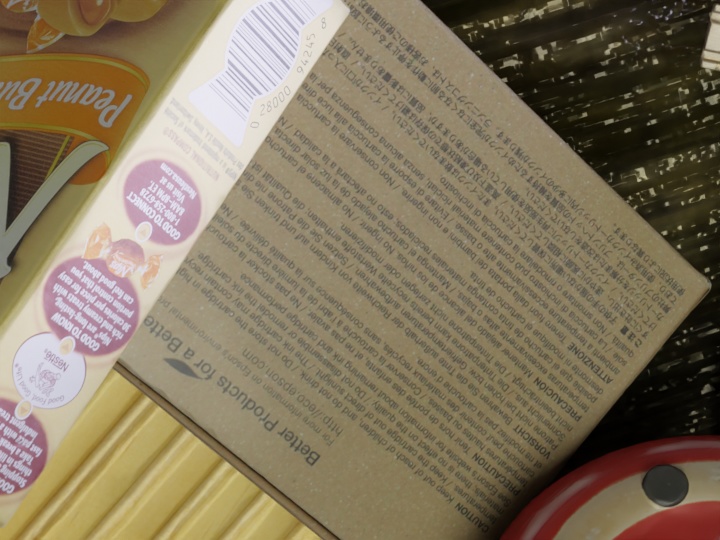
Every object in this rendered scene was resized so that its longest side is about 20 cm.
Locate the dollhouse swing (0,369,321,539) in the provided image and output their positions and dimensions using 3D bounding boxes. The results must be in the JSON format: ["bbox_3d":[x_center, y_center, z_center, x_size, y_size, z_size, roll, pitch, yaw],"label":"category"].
[{"bbox_3d":[-0.102,0.136,0.800,0.176,0.182,0.200,-42,115,17],"label":"dollhouse swing"}]

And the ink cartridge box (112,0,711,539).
[{"bbox_3d":[0.000,0.000,0.798,0.200,0.075,0.165,42,87,-24],"label":"ink cartridge box"}]

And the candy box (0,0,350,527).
[{"bbox_3d":[-0.107,-0.032,0.710,0.200,0.115,0.055,-56,141,-9],"label":"candy box"}]

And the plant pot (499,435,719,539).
[{"bbox_3d":[0.125,0.174,0.809,0.200,0.201,0.183,-13,150,-8],"label":"plant pot"}]

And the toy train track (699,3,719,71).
[{"bbox_3d":[0.173,-0.033,0.804,0.115,0.033,0.200,6,108,-15],"label":"toy train track"}]
